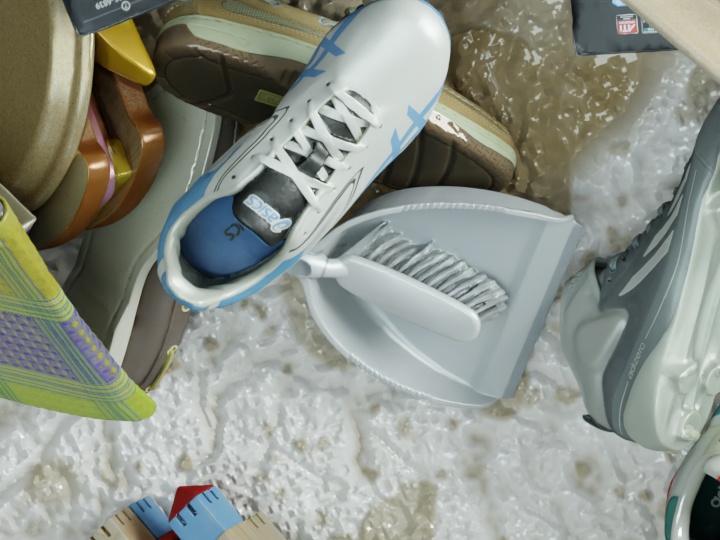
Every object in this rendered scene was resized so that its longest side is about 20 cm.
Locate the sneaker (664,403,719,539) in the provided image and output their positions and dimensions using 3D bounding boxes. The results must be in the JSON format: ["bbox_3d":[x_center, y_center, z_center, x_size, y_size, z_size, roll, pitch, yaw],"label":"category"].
[{"bbox_3d":[0.220,0.080,1.383,0.070,0.093,0.200,33,112,2],"label":"sneaker"}]

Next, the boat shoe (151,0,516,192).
[{"bbox_3d":[-0.006,-0.104,1.396,0.199,0.076,0.072,23,144,-15],"label":"boat shoe"}]

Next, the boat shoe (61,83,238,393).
[{"bbox_3d":[-0.109,-0.016,1.455,0.072,0.059,0.201,38,114,36],"label":"boat shoe"}]

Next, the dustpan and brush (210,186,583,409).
[{"bbox_3d":[0.000,0.000,1.411,0.199,0.057,0.140,23,128,4],"label":"dustpan and brush"}]

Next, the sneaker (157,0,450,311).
[{"bbox_3d":[-0.026,-0.053,1.331,0.072,0.073,0.200,38,110,-14],"label":"sneaker"}]

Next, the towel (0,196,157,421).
[{"bbox_3d":[-0.198,0.011,1.383,0.143,0.023,0.200,10,149,31],"label":"towel"}]

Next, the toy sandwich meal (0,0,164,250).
[{"bbox_3d":[-0.165,-0.116,1.407,0.205,0.070,0.206,6,97,57],"label":"toy sandwich meal"}]

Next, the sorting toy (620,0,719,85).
[{"bbox_3d":[0.238,-0.164,1.275,0.185,0.036,0.200,41,107,9],"label":"sorting toy"}]

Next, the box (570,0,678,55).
[{"bbox_3d":[0.197,-0.211,1.322,0.199,0.050,0.199,-3,107,15],"label":"box"}]

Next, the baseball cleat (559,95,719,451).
[{"bbox_3d":[0.155,-0.011,1.385,0.106,0.070,0.201,18,91,42],"label":"baseball cleat"}]

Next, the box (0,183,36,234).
[{"bbox_3d":[-0.243,-0.026,1.450,0.121,0.032,0.200,44,153,2],"label":"box"}]

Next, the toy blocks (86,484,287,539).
[{"bbox_3d":[-0.109,0.191,1.511,0.200,0.100,0.137,-44,82,22],"label":"toy blocks"}]

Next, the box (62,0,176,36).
[{"bbox_3d":[-0.077,-0.200,1.312,0.122,0.200,0.106,-18,102,19],"label":"box"}]
